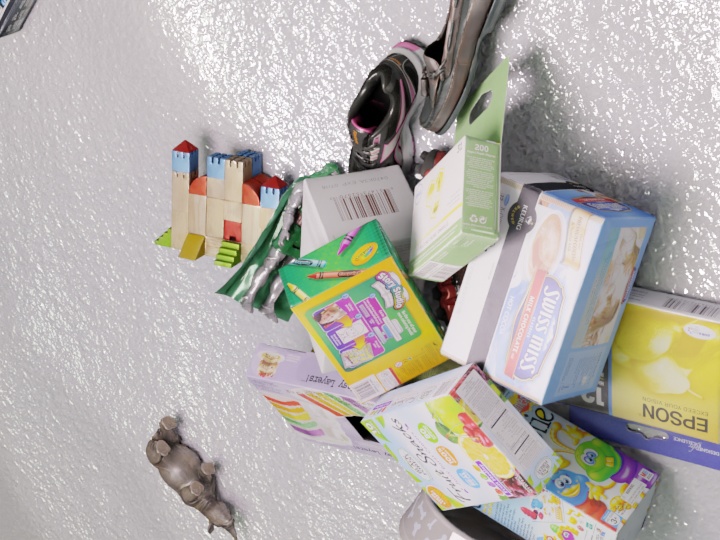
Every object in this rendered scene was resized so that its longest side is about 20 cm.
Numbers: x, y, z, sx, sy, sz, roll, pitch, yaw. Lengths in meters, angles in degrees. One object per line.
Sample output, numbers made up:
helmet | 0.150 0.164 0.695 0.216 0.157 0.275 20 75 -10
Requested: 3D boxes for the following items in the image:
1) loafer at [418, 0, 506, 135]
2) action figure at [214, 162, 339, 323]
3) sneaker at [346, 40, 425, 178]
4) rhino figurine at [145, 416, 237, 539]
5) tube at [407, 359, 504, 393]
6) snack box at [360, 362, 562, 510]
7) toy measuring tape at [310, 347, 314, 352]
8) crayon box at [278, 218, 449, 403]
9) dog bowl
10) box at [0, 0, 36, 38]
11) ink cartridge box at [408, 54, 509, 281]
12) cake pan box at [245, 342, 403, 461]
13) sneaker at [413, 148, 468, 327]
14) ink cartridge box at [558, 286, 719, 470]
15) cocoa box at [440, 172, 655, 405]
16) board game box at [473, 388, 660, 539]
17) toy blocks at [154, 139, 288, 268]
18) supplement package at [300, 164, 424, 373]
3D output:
loafer | 0.092 -0.236 1.452 0.062 0.072 0.202 11 123 -18
action figure | -0.079 -0.039 1.665 0.055 0.117 0.202 35 100 46
sneaker | 0.013 -0.156 1.553 0.080 0.086 0.202 30 128 24
rhino figurine | -0.236 0.305 2.004 0.201 0.060 0.087 51 152 4
tube | 0.081 0.114 1.670 0.199 0.052 0.059 23 83 38
snack box | 0.103 0.180 1.479 0.143 0.053 0.200 49 151 -9
toy measuring tape | -0.032 0.124 1.746 0.073 0.073 0.201 42 138 13
crayon box | 0.009 0.047 1.492 0.201 0.118 0.059 57 -172 -47
dog bowl | 0.145 0.306 1.624 0.199 0.199 0.059 29 109 23
box | -0.468 -0.427 1.816 0.159 0.046 0.200 50 133 6
ink cartridge box | 0.100 -0.105 1.427 0.146 0.047 0.203 137 140 -65
cake pan box | -0.016 0.165 1.698 0.198 0.053 0.185 9 155 28
sneaker | 0.118 -0.039 1.546 0.097 0.071 0.203 -11 94 22
ink cartridge box | 0.299 0.116 1.501 0.196 0.047 0.203 12 118 33
cocoa box | 0.192 0.016 1.429 0.130 0.133 0.202 26 106 31
board game box | 0.218 0.240 1.578 0.199 0.103 0.106 30 140 22
toy blocks | -0.156 -0.086 1.727 0.198 0.100 0.139 12 111 21
supplement package | 0.000 0.000 1.572 0.202 0.115 0.118 96 158 -44
